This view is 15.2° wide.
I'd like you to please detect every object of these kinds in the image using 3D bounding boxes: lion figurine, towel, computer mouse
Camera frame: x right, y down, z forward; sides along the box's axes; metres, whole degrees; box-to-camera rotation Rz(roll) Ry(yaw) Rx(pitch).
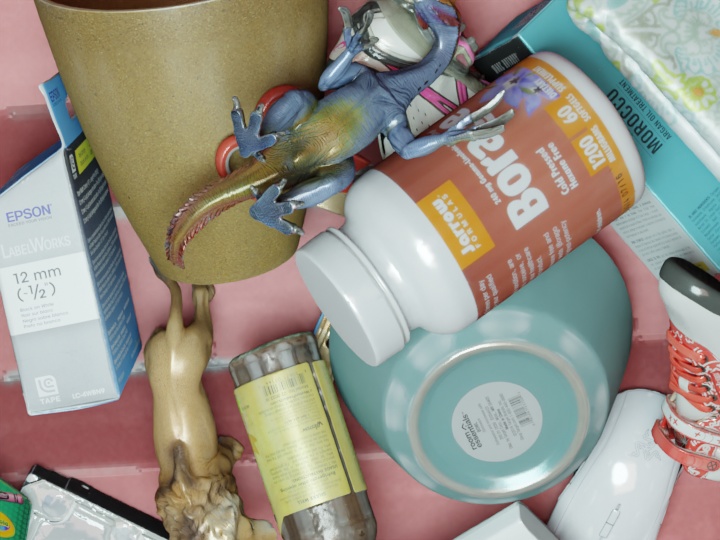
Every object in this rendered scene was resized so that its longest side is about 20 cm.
[{"bbox_3d":[-0.112,0.095,1.740,0.072,0.123,0.201,-17,99,5],"label":"lion figurine"},{"bbox_3d":[0.250,-0.152,1.687,0.200,0.048,0.171,46,69,-7],"label":"towel"},{"bbox_3d":[0.157,0.173,1.788,0.109,0.044,0.201,22,101,-2],"label":"computer mouse"}]

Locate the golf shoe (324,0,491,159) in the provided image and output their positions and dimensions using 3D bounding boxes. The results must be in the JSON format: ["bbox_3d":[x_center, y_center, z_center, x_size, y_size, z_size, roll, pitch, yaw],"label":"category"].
[{"bbox_3d":[0.052,-0.093,1.700,0.092,0.073,0.200,-43,120,-6],"label":"golf shoe"}]

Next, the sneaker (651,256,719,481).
[{"bbox_3d":[0.221,0.071,1.703,0.108,0.201,0.067,-51,52,5],"label":"sneaker"}]

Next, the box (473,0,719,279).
[{"bbox_3d":[0.164,-0.082,1.715,0.049,0.082,0.200,-44,98,-20],"label":"box"}]

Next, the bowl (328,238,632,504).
[{"bbox_3d":[0.082,0.068,1.710,0.199,0.105,0.202,-2,118,-4],"label":"bowl"}]

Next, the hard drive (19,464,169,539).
[{"bbox_3d":[-0.160,0.234,1.812,0.199,0.038,0.140,27,100,-3],"label":"hard drive"}]

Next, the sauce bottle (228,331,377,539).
[{"bbox_3d":[-0.028,0.143,1.723,0.064,0.065,0.201,-18,83,5],"label":"sauce bottle"}]

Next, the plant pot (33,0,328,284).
[{"bbox_3d":[-0.098,-0.100,1.687,0.185,0.187,0.201,-8,112,3],"label":"plant pot"}]

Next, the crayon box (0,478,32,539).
[{"bbox_3d":[-0.324,0.143,1.729,0.118,0.058,0.200,-29,128,29],"label":"crayon box"}]

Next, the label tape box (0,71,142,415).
[{"bbox_3d":[-0.194,-0.024,1.709,0.066,0.143,0.201,-12,100,4],"label":"label tape box"}]

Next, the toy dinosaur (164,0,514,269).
[{"bbox_3d":[-0.014,-0.102,1.592,0.199,0.181,0.105,-17,105,37],"label":"toy dinosaur"}]

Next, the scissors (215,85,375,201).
[{"bbox_3d":[0.001,-0.052,1.657,0.199,0.014,0.073,24,100,-33],"label":"scissors"}]

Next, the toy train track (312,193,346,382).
[{"bbox_3d":[0.000,0.000,1.765,0.114,0.033,0.201,23,101,-4],"label":"toy train track"}]

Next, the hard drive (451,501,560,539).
[{"bbox_3d":[0.063,0.242,1.768,0.200,0.026,0.132,-33,121,21],"label":"hard drive"}]

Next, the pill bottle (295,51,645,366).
[{"bbox_3d":[0.064,-0.034,1.618,0.200,0.112,0.112,-36,98,-12],"label":"pill bottle"}]
